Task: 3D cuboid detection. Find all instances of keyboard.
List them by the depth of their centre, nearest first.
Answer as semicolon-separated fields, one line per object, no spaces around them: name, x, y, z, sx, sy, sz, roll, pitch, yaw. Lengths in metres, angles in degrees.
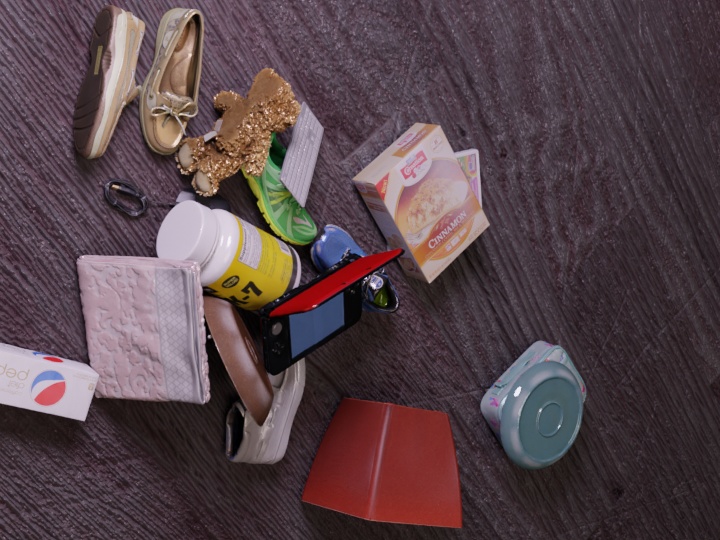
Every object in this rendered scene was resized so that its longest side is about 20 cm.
keyboard;-0.084;-0.173;1.498;0.056;0.011;0.202;46;33;-28

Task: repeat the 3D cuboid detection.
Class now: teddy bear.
teddy bear;-0.171;-0.189;1.441;0.201;0.144;0.067;-55;144;-9

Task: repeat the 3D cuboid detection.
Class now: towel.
towel;-0.297;0.082;1.390;0.032;0.187;0.204;-32;121;-64

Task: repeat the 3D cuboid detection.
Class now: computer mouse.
computer mouse;-0.269;-0.095;1.451;0.197;0.034;0.060;8;96;-35

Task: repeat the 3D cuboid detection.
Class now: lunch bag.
lunch bag;0.320;0.240;1.895;0.200;0.077;0.162;-44;121;-19

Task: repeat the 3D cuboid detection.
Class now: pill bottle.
pill bottle;-0.187;-0.018;1.454;0.199;0.113;0.116;29;83;-46

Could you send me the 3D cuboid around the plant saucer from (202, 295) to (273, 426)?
plant saucer;-0.167;0.120;1.440;0.036;0.201;0.203;-24;115;-2

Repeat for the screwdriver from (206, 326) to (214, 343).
screwdriver;-0.213;0.090;1.441;0.029;0.200;0.028;29;85;0

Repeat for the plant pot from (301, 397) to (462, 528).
plant pot;0.046;0.307;1.663;0.197;0.198;0.180;15;80;-35

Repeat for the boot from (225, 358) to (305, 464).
boot;-0.149;0.202;1.568;0.094;0.073;0.204;6;97;-42

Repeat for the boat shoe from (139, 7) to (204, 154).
boat shoe;-0.257;-0.260;1.406;0.072;0.062;0.204;3;99;-35

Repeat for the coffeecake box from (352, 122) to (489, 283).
coffeecake box;0.101;-0.110;1.653;0.153;0.073;0.202;-42;119;-19

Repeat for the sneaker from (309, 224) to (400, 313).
sneaker;0.000;0.000;1.615;0.200;0.089;0.079;43;74;-36

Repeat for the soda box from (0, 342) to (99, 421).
soda box;-0.454;0.141;1.355;0.198;0.063;0.069;20;89;-36

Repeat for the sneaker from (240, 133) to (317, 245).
sneaker;-0.112;-0.122;1.513;0.202;0.082;0.075;61;24;-28

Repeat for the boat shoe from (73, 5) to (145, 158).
boat shoe;-0.325;-0.244;1.363;0.075;0.071;0.204;12;93;-47

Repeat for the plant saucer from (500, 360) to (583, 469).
plant saucer;0.336;0.266;1.849;0.197;0.027;0.204;-7;104;-32

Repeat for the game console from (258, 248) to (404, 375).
game console;-0.036;0.061;1.472;0.199;0.118;0.175;-30;132;-36

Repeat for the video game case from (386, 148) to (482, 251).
video game case;0.124;-0.116;1.723;0.197;0.018;0.146;-16;109;-31
